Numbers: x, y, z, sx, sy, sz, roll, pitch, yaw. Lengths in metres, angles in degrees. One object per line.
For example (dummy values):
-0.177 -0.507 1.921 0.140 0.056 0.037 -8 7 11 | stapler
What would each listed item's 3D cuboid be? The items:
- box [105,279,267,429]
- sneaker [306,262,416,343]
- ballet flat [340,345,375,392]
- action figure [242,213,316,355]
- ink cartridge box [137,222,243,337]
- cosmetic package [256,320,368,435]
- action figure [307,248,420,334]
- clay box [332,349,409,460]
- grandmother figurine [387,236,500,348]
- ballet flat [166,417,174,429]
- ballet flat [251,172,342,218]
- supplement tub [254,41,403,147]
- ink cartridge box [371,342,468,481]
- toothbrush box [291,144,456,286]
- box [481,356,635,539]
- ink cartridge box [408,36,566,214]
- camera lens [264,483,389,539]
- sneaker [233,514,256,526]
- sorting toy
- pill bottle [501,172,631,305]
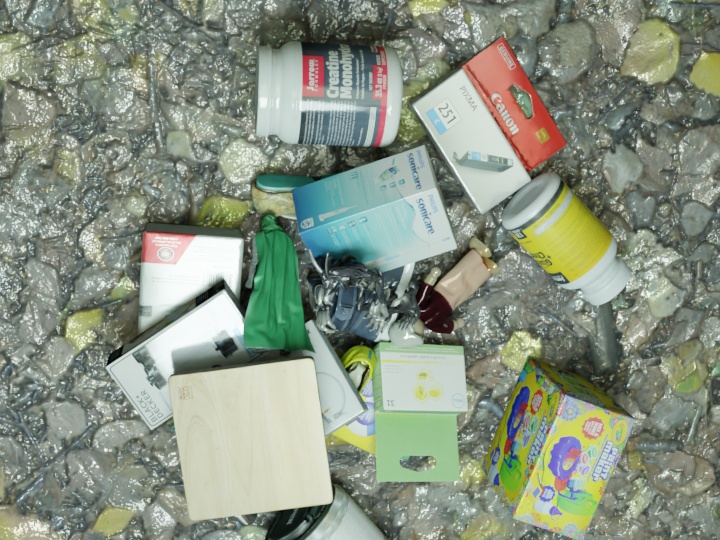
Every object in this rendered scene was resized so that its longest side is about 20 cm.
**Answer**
-0.243 0.119 1.398 0.199 0.060 0.117 -32 106 0 | box
0.000 0.001 1.485 0.145 0.077 0.204 15 100 -13 | sneaker
-0.046 0.197 1.476 0.067 0.067 0.201 37 95 -14 | ballet flat
-0.122 0.016 1.393 0.117 0.054 0.202 11 68 -40 | action figure
-0.250 0.040 1.454 0.143 0.084 0.202 4 101 -9 | ink cartridge box
-0.111 0.188 1.427 0.199 0.052 0.152 -33 79 5 | cosmetic package
-0.003 0.040 1.368 0.199 0.118 0.103 27 71 -46 | action figure
0.016 0.218 1.547 0.199 0.048 0.116 27 97 -11 | clay box
0.123 0.046 1.499 0.200 0.060 0.122 -41 115 -14 | grandmother figurine
-0.202 0.183 1.506 0.198 0.071 0.071 -16 103 -4 | ballet flat
-0.060 -0.107 1.459 0.198 0.071 0.072 -2 102 -9 | ballet flat
-0.047 -0.247 1.395 0.198 0.140 0.142 1 101 -9 | supplement tub
0.091 0.214 1.501 0.144 0.048 0.202 5 70 -21 | ink cartridge box
0.022 -0.072 1.392 0.198 0.086 0.147 -18 143 8 | toothbrush box
0.298 0.268 1.523 0.121 0.193 0.202 20 98 -11 | box
0.197 -0.217 1.486 0.175 0.045 0.201 -35 104 1 | ink cartridge box
-0.040 0.442 1.527 0.160 0.160 0.200 -40 104 1 | camera lens
-0.169 0.295 1.510 0.115 0.076 0.201 -25 121 -6 | sneaker
-0.146 0.222 1.355 0.196 0.070 0.202 -7 98 1 | sorting toy
0.316 -0.044 1.503 0.112 0.112 0.200 -45 103 3 | pill bottle
